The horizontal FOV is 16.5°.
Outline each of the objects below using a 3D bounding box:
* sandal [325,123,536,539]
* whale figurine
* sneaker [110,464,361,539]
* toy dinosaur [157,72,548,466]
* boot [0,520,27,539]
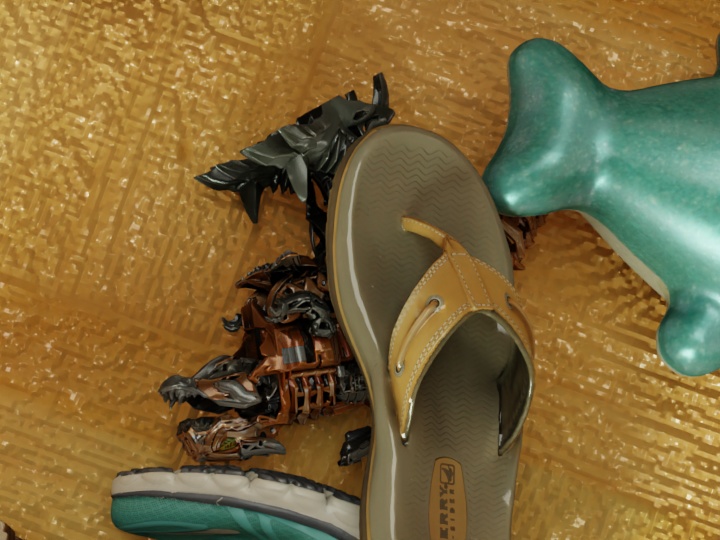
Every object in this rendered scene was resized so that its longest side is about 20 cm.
[{"bbox_3d":[0.034,0.038,0.944,0.080,0.054,0.201,6,71,-28],"label":"sandal"},{"bbox_3d":[0.152,-0.036,1.008,0.199,0.104,0.160,20,73,-14],"label":"whale figurine"},{"bbox_3d":[-0.010,0.129,0.982,0.199,0.078,0.080,21,84,2],"label":"sneaker"},{"bbox_3d":[0.000,0.000,1.021,0.200,0.102,0.136,-32,94,-40],"label":"toy dinosaur"},{"bbox_3d":[-0.110,0.161,0.945,0.199,0.075,0.108,12,72,26],"label":"boot"}]
